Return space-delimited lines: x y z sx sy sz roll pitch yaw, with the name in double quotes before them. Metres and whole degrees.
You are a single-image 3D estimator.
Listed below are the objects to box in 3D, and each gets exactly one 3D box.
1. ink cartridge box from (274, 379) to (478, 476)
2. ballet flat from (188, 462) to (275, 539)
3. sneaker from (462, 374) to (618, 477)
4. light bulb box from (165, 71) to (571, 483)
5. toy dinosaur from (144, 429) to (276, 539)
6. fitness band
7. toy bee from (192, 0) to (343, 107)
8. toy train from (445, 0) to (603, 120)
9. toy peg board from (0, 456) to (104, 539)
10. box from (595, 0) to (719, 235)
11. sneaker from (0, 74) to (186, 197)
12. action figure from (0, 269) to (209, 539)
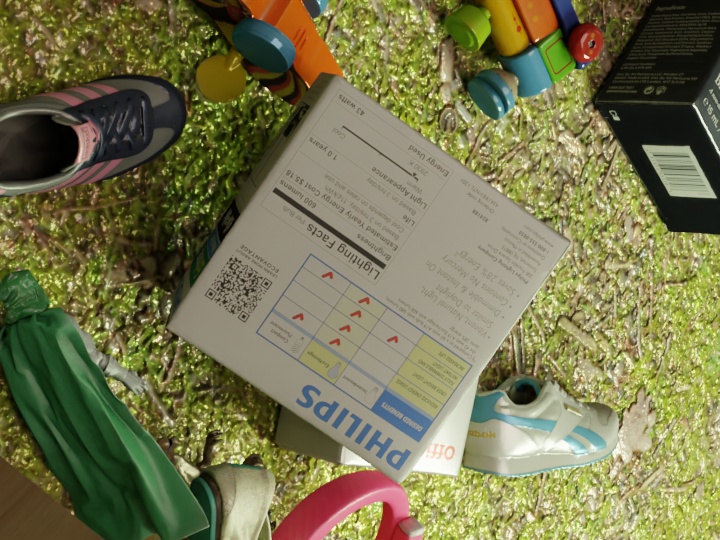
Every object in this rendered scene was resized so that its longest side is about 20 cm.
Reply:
"ink cartridge box" 0.026 0.058 1.093 0.146 0.084 0.201 13 87 -44
"ballet flat" -0.095 0.228 0.963 0.062 0.067 0.201 -3 116 -34
"sneaker" 0.175 0.138 1.258 0.199 0.076 0.081 -4 97 -46
"light bulb box" 0.000 0.000 0.938 0.198 0.125 0.200 35 94 -9
"toy dinosaur" -0.120 0.186 1.004 0.101 0.058 0.201 -18 122 -24
"fitness band" -0.025 0.245 1.056 0.143 0.037 0.201 -5 124 -42
"toy bee" -0.078 -0.196 0.959 0.131 0.108 0.201 -50 152 -37
"toy train" 0.117 -0.235 1.151 0.116 0.085 0.200 -41 123 -17
"toy peg board" -0.281 0.189 0.777 0.200 0.199 0.098 -48 166 -28
"box" 0.361 -0.173 1.366 0.197 0.117 0.200 50 61 -36
"sneaker" -0.180 -0.083 0.873 0.199 0.082 0.071 -23 111 -40
"action figure" -0.183 0.089 0.897 0.201 0.118 0.055 65 31 -19
